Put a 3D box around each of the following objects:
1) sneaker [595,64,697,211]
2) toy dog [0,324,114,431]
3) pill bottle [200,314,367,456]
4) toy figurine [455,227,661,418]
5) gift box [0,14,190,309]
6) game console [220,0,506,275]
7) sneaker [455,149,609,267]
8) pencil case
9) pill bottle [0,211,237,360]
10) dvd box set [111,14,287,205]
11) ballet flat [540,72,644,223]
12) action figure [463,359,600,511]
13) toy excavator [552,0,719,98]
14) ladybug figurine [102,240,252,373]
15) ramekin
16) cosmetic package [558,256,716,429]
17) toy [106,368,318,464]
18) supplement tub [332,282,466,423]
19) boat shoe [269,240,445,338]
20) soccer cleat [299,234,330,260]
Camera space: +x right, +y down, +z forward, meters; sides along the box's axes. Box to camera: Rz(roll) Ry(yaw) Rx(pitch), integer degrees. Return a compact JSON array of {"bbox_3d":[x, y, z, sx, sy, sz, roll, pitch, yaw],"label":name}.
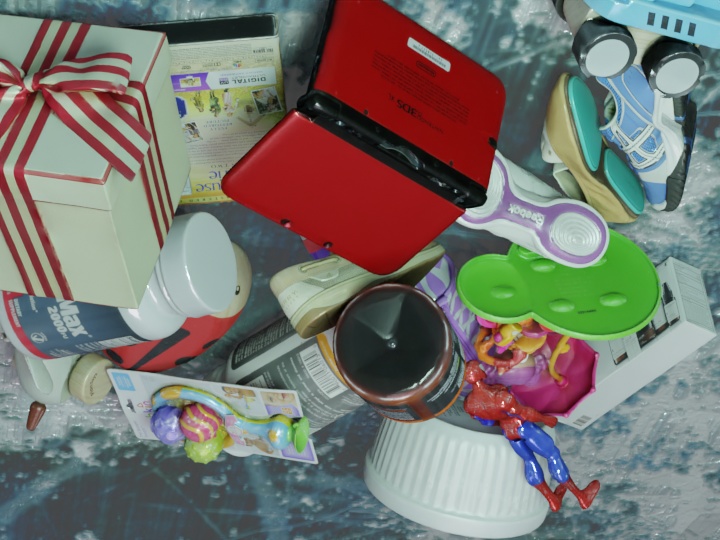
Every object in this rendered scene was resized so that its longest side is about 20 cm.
[{"bbox_3d":[0.252,-0.128,1.503,0.076,0.076,0.201,5,143,17],"label":"sneaker"},{"bbox_3d":[-0.326,0.090,1.645,0.131,0.097,0.200,12,160,44],"label":"toy dog"},{"bbox_3d":[-0.063,0.105,1.720,0.199,0.117,0.116,-31,136,30],"label":"pill bottle"},{"bbox_3d":[0.171,0.070,1.650,0.199,0.151,0.185,-7,138,-17],"label":"toy figurine"},{"bbox_3d":[-0.238,-0.083,1.359,0.183,0.201,0.187,3,141,8],"label":"gift box"},{"bbox_3d":[0.006,-0.114,1.438,0.199,0.173,0.118,27,156,-36],"label":"game console"},{"bbox_3d":[0.126,-0.062,1.556,0.199,0.100,0.075,31,89,-12],"label":"sneaker"},{"bbox_3d":[0.091,0.057,1.699,0.084,0.085,0.200,-45,140,-5],"label":"pencil case"},{"bbox_3d":[-0.218,0.008,1.543,0.199,0.120,0.120,-11,143,25],"label":"pill bottle"},{"bbox_3d":[-0.133,-0.133,1.471,0.145,0.030,0.201,-5,142,1],"label":"dvd box set"},{"bbox_3d":[0.194,-0.100,1.528,0.063,0.069,0.200,-8,144,27],"label":"ballet flat"},{"bbox_3d":[0.156,0.155,1.655,0.065,0.052,0.200,-7,135,45],"label":"action figure"},{"bbox_3d":[0.271,-0.241,1.339,0.193,0.100,0.201,10,132,-21],"label":"toy excavator"},{"bbox_3d":[-0.185,0.041,1.657,0.135,0.072,0.200,23,135,-32],"label":"ladybug figurine"},{"bbox_3d":[0.109,0.184,1.780,0.199,0.200,0.106,7,109,-15],"label":"ramekin"},{"bbox_3d":[0.268,0.076,1.748,0.050,0.083,0.200,22,134,-30],"label":"cosmetic package"},{"bbox_3d":[-0.148,0.155,1.673,0.199,0.047,0.116,3,138,16],"label":"toy"},{"bbox_3d":[0.040,0.081,1.548,0.106,0.108,0.200,-10,166,6],"label":"supplement tub"},{"bbox_3d":[0.000,0.000,1.552,0.199,0.065,0.072,-23,159,-44],"label":"boat shoe"},{"bbox_3d":[-0.025,-0.058,1.546,0.068,0.074,0.201,-1,142,-6],"label":"soccer cleat"}]
